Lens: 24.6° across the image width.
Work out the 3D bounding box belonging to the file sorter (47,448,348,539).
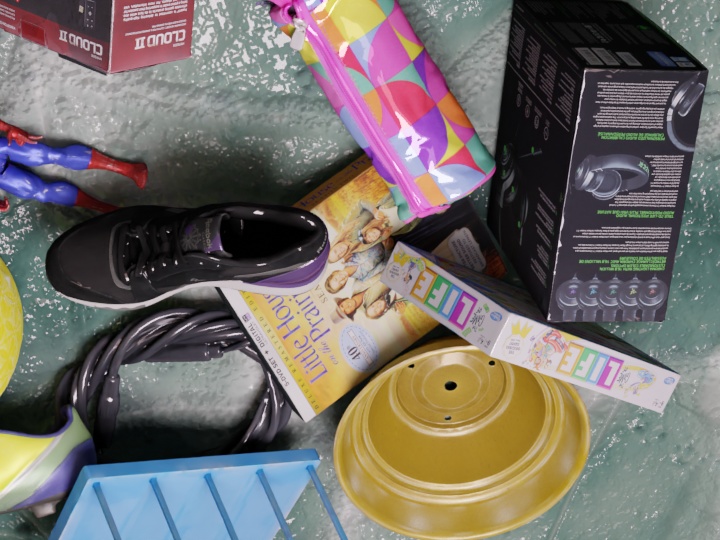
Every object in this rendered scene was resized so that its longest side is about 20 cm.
[{"bbox_3d":[-0.121,0.229,1.243,0.199,0.123,0.139,0,135,-34],"label":"file sorter"}]

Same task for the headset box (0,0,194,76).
[{"bbox_3d":[-0.177,-0.225,1.055,0.077,0.149,0.201,-20,125,-45],"label":"headset box"}]

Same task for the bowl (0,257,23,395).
[{"bbox_3d":[-0.343,0.061,1.182,0.199,0.108,0.201,-4,116,-9],"label":"bowl"}]

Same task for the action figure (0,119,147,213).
[{"bbox_3d":[-0.253,-0.078,1.172,0.199,0.052,0.066,17,115,-17],"label":"action figure"}]

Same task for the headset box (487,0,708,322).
[{"bbox_3d":[0.163,-0.076,1.188,0.092,0.174,0.201,0,114,-12],"label":"headset box"}]

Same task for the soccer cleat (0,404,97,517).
[{"bbox_3d":[-0.290,0.151,1.204,0.199,0.065,0.084,-15,97,-26],"label":"soccer cleat"}]

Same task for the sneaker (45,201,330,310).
[{"bbox_3d":[-0.121,-0.022,1.142,0.199,0.088,0.076,-5,77,-4],"label":"sneaker"}]

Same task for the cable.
[{"bbox_3d":[-0.139,0.100,1.283,0.200,0.051,0.163,-41,111,11],"label":"cable"}]

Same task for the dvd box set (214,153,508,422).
[{"bbox_3d":[0.000,0.000,1.243,0.200,0.029,0.147,-35,117,-11],"label":"dvd box set"}]

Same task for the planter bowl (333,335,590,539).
[{"bbox_3d":[0.075,0.113,1.299,0.199,0.084,0.201,-3,126,-4],"label":"planter bowl"}]

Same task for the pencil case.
[{"bbox_3d":[0.013,-0.130,1.162,0.088,0.088,0.200,-35,103,5],"label":"pencil case"}]

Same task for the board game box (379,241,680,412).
[{"bbox_3d":[0.127,0.043,1.222,0.200,0.134,0.034,20,99,-41],"label":"board game box"}]
